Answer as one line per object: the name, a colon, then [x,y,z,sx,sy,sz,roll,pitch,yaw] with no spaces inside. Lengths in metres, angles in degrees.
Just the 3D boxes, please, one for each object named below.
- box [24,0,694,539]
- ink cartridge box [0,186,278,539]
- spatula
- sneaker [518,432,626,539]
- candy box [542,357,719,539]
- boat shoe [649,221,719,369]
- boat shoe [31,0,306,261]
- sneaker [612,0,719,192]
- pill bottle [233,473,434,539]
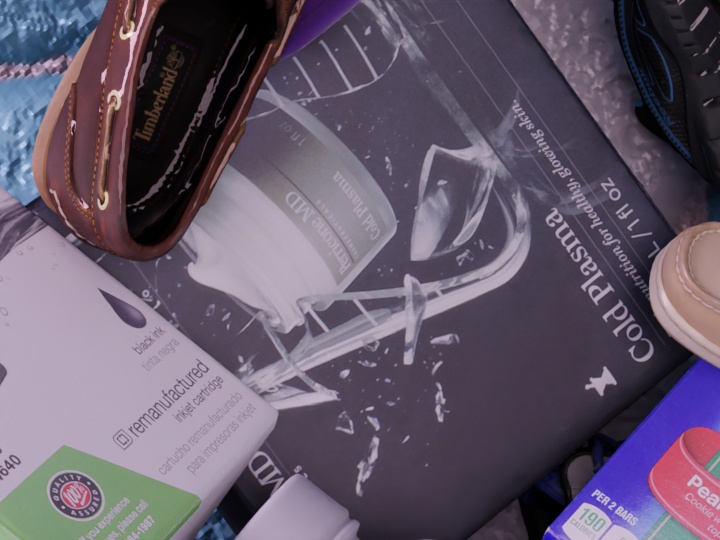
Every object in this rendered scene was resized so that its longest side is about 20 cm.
box: [0.000,0.000,0.955,0.196,0.124,0.200,-38,96,-10]
ink cartridge box: [-0.149,0.042,0.825,0.200,0.146,0.084,38,121,4]
spatula: [-0.019,-0.135,0.929,0.056,0.200,0.021,-38,111,18]
sneaker: [0.131,0.090,1.001,0.115,0.081,0.200,38,82,-11]
candy box: [0.185,0.100,0.908,0.169,0.077,0.200,37,57,15]
boat shoe: [0.206,0.009,0.883,0.199,0.069,0.074,11,54,-2]
boat shoe: [-0.048,-0.098,0.831,0.070,0.070,0.201,17,96,-28]
sneaker: [0.125,-0.115,0.964,0.073,0.082,0.201,-32,132,-21]
pill bottle: [0.029,0.164,0.833,0.200,0.111,0.111,39,80,6]
